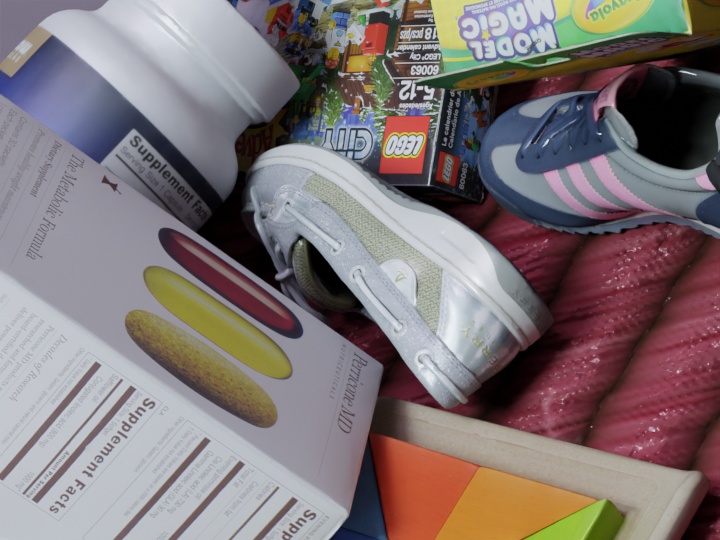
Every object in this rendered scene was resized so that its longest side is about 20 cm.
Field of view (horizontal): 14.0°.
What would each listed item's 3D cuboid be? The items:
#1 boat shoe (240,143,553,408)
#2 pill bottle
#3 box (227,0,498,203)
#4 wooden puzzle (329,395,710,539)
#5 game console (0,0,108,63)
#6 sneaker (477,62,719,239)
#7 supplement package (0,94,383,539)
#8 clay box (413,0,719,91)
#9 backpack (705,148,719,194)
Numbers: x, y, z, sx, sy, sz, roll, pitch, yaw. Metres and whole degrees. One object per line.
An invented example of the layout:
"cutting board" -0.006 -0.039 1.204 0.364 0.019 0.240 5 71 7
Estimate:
"boat shoe" 0.001 0.001 1.253 0.065 0.074 0.202 -48 39 -11
"pill bottle" -0.127 -0.043 1.307 0.200 0.116 0.116 -47 35 -5
"box" -0.018 -0.102 1.362 0.200 0.038 0.137 2 79 44
"wooden puzzle" 0.018 0.135 1.130 0.200 0.037 0.185 9 60 48
"game console" -0.161 -0.030 1.430 0.176 0.116 0.200 0 76 9
"sneaker" 0.111 -0.059 1.200 0.200 0.082 0.070 6 60 48
"supplement package" -0.106 0.045 1.167 0.110 0.200 0.114 -48 15 29
"clay box" 0.116 -0.108 1.170 0.115 0.200 0.048 -11 90 37
"backpack" 0.243 -0.078 1.047 0.200 0.135 0.183 -16 43 33
